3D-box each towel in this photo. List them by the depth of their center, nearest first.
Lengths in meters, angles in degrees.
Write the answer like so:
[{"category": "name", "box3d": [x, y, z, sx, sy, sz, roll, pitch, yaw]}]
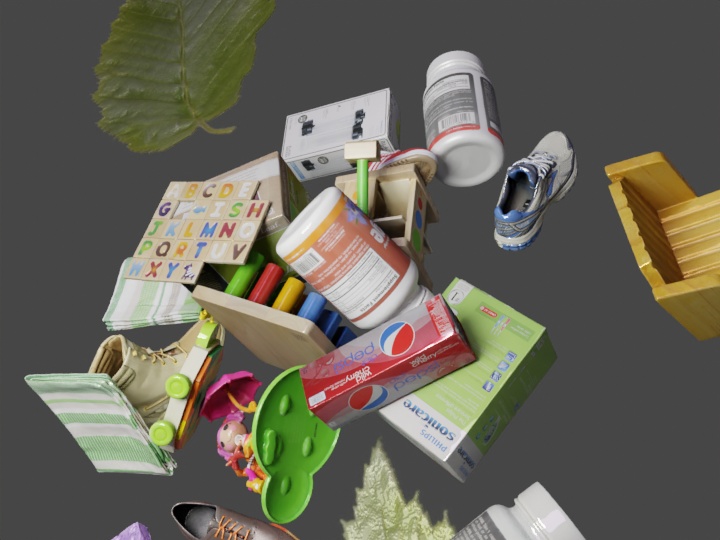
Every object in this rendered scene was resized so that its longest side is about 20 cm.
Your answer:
[{"category": "towel", "box3d": [-0.362, 0.220, 1.003, 0.152, 0.201, 0.023, -4, 38, 24]}, {"category": "towel", "box3d": [-0.343, 0.026, 1.232, 0.199, 0.031, 0.150, -8, 56, 21]}]

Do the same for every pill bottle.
[{"category": "pill bottle", "box3d": [0.137, 0.319, 0.741, 0.200, 0.113, 0.113, -38, 50, -1]}, {"category": "pill bottle", "box3d": [0.000, 0.000, 0.899, 0.112, 0.200, 0.112, -43, 14, 14]}, {"category": "pill bottle", "box3d": [0.156, -0.239, 1.109, 0.115, 0.116, 0.201, -13, 53, 18]}]

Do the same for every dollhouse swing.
[{"category": "dollhouse swing", "box3d": [0.423, -0.054, 0.826, 0.175, 0.181, 0.201, -30, 46, 31]}]

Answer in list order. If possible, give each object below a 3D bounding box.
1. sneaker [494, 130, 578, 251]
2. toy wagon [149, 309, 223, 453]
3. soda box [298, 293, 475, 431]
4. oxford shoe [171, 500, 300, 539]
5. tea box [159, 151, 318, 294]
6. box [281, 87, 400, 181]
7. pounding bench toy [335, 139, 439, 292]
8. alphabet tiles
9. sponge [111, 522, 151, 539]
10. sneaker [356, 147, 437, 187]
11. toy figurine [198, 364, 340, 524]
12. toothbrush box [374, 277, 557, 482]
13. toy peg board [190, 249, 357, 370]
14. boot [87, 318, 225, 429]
[{"category": "sneaker", "box3d": [0.247, -0.127, 1.007, 0.077, 0.085, 0.201, 16, 66, 33]}, {"category": "toy wagon", "box3d": [-0.231, 0.150, 0.993, 0.039, 0.155, 0.201, 21, 100, 1]}, {"category": "soda box", "box3d": [0.031, 0.112, 0.853, 0.199, 0.070, 0.064, -29, 46, 10]}, {"category": "oxford shoe", "box3d": [-0.157, 0.340, 0.898, 0.199, 0.073, 0.071, 6, 60, 29]}, {"category": "tea box", "box3d": [-0.163, -0.040, 1.079, 0.199, 0.197, 0.134, -20, 52, 13]}, {"category": "box", "box3d": [-0.032, -0.231, 1.233, 0.199, 0.060, 0.117, -12, 54, 20]}, {"category": "pounding bench toy", "box3d": [0.019, -0.065, 1.003, 0.124, 0.200, 0.157, -6, 55, 22]}, {"category": "alphabet tiles", "box3d": [-0.222, -0.055, 0.985, 0.199, 0.008, 0.168, 3, 60, 30]}, {"category": "sponge", "box3d": [-0.300, 0.443, 0.928, 0.111, 0.030, 0.200, -38, 49, -1]}, {"category": "sneaker", "box3d": [0.051, -0.163, 1.100, 0.200, 0.071, 0.113, -28, 38, 49]}, {"category": "toy figurine", "box3d": [-0.144, 0.215, 0.967, 0.183, 0.150, 0.201, 4, 84, 44]}, {"category": "toothbrush box", "box3d": [0.124, 0.132, 0.892, 0.145, 0.086, 0.200, 31, 74, 38]}, {"category": "toy peg board", "box3d": [-0.085, 0.065, 0.966, 0.198, 0.200, 0.098, 14, 65, 33]}, {"category": "boot", "box3d": [-0.300, 0.127, 1.060, 0.073, 0.156, 0.200, 26, 72, 37]}]
